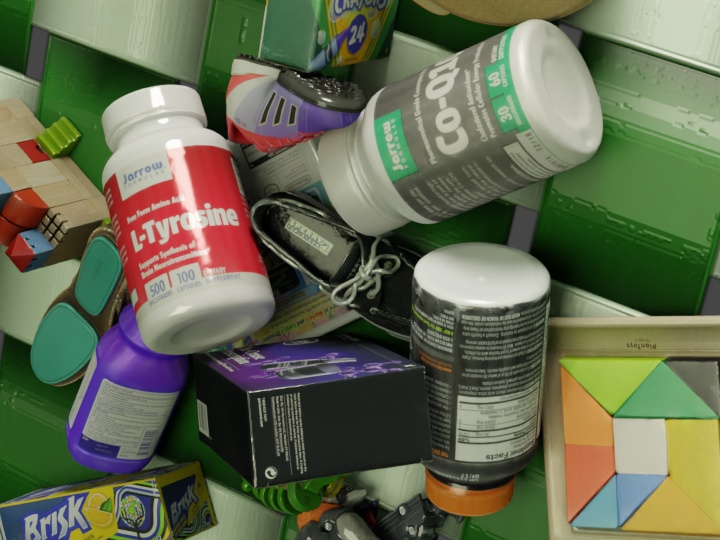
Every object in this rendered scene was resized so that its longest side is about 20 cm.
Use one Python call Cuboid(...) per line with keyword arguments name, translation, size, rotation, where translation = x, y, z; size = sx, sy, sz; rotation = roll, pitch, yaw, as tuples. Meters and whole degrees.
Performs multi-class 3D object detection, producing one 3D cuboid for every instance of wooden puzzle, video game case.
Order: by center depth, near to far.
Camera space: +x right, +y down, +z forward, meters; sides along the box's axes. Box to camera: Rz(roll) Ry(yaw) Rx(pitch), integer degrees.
Cuboid(name="wooden puzzle", translation=(0.220, 0.134, 1.463), size=(0.184, 0.037, 0.202), rotation=(-1, 100, 31))
Cuboid(name="video game case", translation=(-0.088, -0.020, 1.625), size=(0.199, 0.024, 0.183), rotation=(-26, 87, 32))

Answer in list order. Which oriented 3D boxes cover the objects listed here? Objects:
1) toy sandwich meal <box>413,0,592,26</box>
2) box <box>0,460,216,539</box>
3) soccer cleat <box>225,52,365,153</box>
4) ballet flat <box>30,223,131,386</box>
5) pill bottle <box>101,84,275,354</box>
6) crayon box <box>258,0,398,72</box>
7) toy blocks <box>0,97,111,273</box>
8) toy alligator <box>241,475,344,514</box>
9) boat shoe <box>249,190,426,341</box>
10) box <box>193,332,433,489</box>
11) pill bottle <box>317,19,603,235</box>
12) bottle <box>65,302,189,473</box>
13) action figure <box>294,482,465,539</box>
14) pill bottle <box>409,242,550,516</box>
Cuboid(name="toy sandwich meal", translation=(0.103, -0.261, 1.399), size=(0.204, 0.071, 0.206), rotation=(5, 133, 5))
Cuboid(name="box", translation=(-0.233, 0.222, 1.738), size=(0.199, 0.070, 0.065), rotation=(-14, 91, 33))
Cuboid(name="soccer cleat", translation=(-0.054, -0.121, 1.498), size=(0.200, 0.068, 0.074), rotation=(26, 104, 62))
Cuboid(name="ballet flat", translation=(-0.228, 0.029, 1.693), size=(0.071, 0.065, 0.200), rotation=(48, 132, 10))
Cuboid(name="pill bottle", translation=(-0.146, -0.043, 1.561), size=(0.112, 0.112, 0.201), rotation=(-29, 68, 33))
Cuboid(name="crayon box", translation=(-0.012, -0.258, 1.464), size=(0.051, 0.126, 0.201), rotation=(18, 110, 26))
Cuboid(name="toy blocks", translation=(-0.309, -0.073, 1.680), size=(0.200, 0.136, 0.100), rotation=(47, 120, 13))
Cuboid(name="toy alligator", translation=(-0.075, 0.170, 1.604), size=(0.199, 0.059, 0.055), rotation=(5, 70, 55))
Cuboid(name="boat shoe", translation=(0.001, -0.003, 1.527), size=(0.199, 0.068, 0.074), rotation=(36, 99, 7))
Cuboid(name="box", translation=(-0.041, 0.105, 1.497), size=(0.200, 0.140, 0.079), rotation=(-162, 68, -72))
Cuboid(name="pill bottle", translation=(0.073, -0.102, 1.454), size=(0.199, 0.113, 0.114), rotation=(-23, 89, 33))
Cuboid(name="bottle", translation=(-0.192, 0.087, 1.664), size=(0.065, 0.083, 0.201), rotation=(-106, 34, -49))
Cuboid(name="action figure", translation=(0.008, 0.242, 1.566), size=(0.200, 0.104, 0.194), rotation=(-46, 48, 26))
Cuboid(name="pill bottle", translation=(0.088, 0.088, 1.482), size=(0.106, 0.106, 0.201), rotation=(17, 121, 27))
